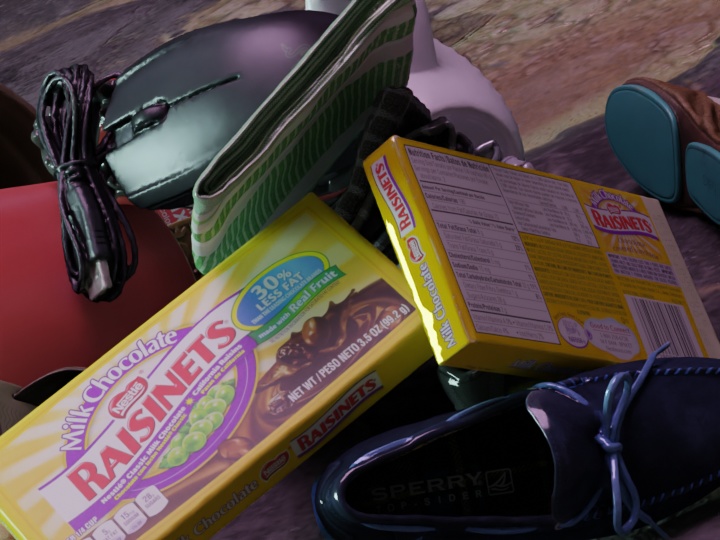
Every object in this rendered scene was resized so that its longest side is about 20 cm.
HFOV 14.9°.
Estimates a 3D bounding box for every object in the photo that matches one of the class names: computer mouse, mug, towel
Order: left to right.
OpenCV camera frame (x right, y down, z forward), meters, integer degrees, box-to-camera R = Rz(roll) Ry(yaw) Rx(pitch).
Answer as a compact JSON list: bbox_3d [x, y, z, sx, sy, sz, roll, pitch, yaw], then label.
[{"bbox_3d":[-0.078,-0.076,1.405,0.199,0.139,0.053,-19,-24,15],"label":"computer mouse"},{"bbox_3d":[-0.023,-0.065,1.254,0.153,0.023,0.200,-49,-4,-11],"label":"towel"},{"bbox_3d":[0.000,0.000,1.342,0.166,0.086,0.200,-48,-4,-4],"label":"towel"},{"bbox_3d":[0.010,-0.092,1.578,0.147,0.201,0.175,-15,19,-24],"label":"mug"}]

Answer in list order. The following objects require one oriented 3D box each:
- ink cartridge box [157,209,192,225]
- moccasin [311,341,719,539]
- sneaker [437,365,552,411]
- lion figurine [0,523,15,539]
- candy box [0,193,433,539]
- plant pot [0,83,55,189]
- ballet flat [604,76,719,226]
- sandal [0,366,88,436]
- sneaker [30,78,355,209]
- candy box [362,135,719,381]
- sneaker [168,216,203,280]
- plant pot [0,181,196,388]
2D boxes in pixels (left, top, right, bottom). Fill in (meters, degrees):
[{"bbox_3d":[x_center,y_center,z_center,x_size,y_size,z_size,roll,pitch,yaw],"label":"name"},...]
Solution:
[{"bbox_3d":[-0.071,-0.082,1.782,0.200,0.083,0.146,-27,1,-12],"label":"ink cartridge box"},{"bbox_3d":[0.081,0.086,1.154,0.199,0.081,0.068,-18,-7,-4],"label":"moccasin"},{"bbox_3d":[0.085,0.020,1.302,0.074,0.085,0.200,-18,31,21],"label":"sneaker"},{"bbox_3d":[-0.189,0.136,1.302,0.199,0.123,0.072,-13,20,27],"label":"lion figurine"},{"bbox_3d":[-0.066,0.057,1.189,0.200,0.026,0.102,-39,48,-12],"label":"candy box"},{"bbox_3d":[-0.294,-0.005,1.775,0.173,0.200,0.200,-31,9,41],"label":"plant pot"},{"bbox_3d":[0.199,-0.065,1.498,0.072,0.068,0.200,-7,14,-14],"label":"ballet flat"},{"bbox_3d":[-0.143,0.080,1.354,0.057,0.201,0.080,-46,47,29],"label":"sandal"},{"bbox_3d":[-0.076,-0.062,1.485,0.200,0.071,0.098,2,-11,21],"label":"sneaker"},{"bbox_3d":[0.087,0.003,1.216,0.026,0.102,0.200,-38,-30,30],"label":"candy box"},{"bbox_3d":[-0.143,0.017,1.670,0.200,0.067,0.090,-28,10,-26],"label":"sneaker"},{"bbox_3d":[-0.194,0.041,1.495,0.177,0.201,0.200,-24,15,-36],"label":"plant pot"}]
